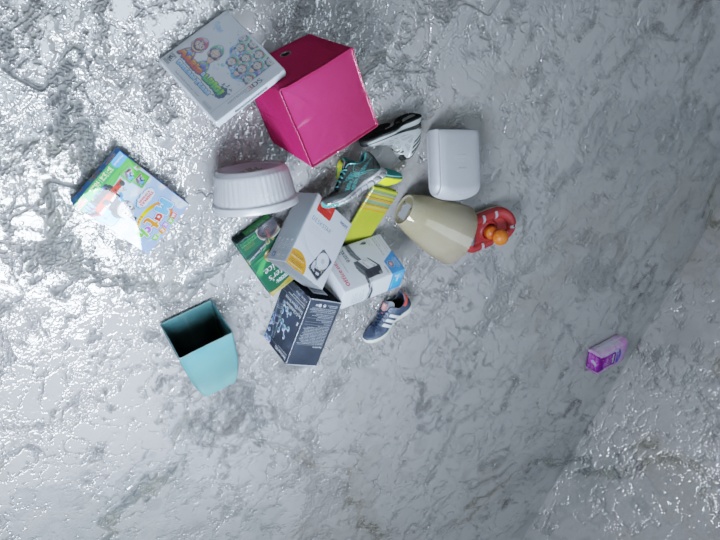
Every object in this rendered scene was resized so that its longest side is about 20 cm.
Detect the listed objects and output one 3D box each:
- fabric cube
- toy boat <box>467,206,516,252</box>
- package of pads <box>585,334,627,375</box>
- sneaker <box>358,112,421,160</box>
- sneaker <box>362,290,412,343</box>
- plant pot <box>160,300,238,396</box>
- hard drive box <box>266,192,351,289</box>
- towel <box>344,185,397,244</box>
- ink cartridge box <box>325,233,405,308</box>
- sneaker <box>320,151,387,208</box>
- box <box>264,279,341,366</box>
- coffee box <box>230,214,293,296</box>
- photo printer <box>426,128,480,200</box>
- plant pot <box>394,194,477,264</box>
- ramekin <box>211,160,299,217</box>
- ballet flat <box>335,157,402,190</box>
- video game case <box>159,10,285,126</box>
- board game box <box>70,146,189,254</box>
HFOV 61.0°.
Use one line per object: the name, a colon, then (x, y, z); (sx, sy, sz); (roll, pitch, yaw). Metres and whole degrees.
fabric cube: (-0.113, -0.389, 1.382); (0.196, 0.199, 0.201); (-33, 130, -14)
toy boat: (0.424, -0.122, 1.963); (0.199, 0.131, 0.131); (-22, 126, -24)
package of pads: (1.127, 0.383, 2.792); (0.199, 0.076, 0.121); (-19, 122, -26)
sneaker: (0.090, -0.337, 1.639); (0.200, 0.076, 0.116); (-27, 126, -24)
sneaker: (0.074, 0.138, 1.901); (0.200, 0.075, 0.085); (-43, 134, -21)
plant pot: (-0.396, 0.216, 1.563); (0.141, 0.141, 0.201); (-26, 135, -22)
hard drive box: (-0.130, -0.077, 1.583); (0.156, 0.076, 0.201); (39, 68, -43)
towel: (0.021, -0.151, 1.697); (0.086, 0.018, 0.201); (10, 127, -33)
ink cartridge box: (0.000, 0.000, 1.705); (0.199, 0.145, 0.084); (-20, 150, -26)
sneaker: (-0.030, -0.232, 1.554); (0.200, 0.077, 0.092); (-37, 104, -21)
box: (-0.162, 0.137, 1.676); (0.107, 0.148, 0.201); (10, 108, -38)
coffee box: (-0.236, -0.040, 1.593); (0.123, 0.044, 0.201); (-38, 131, -13)
photo printer: (0.268, -0.302, 1.751); (0.165, 0.069, 0.202); (-6, 97, -33)
plant pot: (0.205, -0.140, 1.781); (0.199, 0.187, 0.188); (22, 101, -28)
ramekin: (-0.247, -0.193, 1.406); (0.201, 0.202, 0.095); (-17, 112, -27)
ballet flat: (0.020, -0.252, 1.648); (0.199, 0.067, 0.067); (8, 117, -31)
video game case: (-0.285, -0.419, 1.258); (0.182, 0.200, 0.024); (-41, 166, -9)
board game box: (-0.502, -0.149, 1.346); (0.152, 0.037, 0.200); (-50, 133, -2)
